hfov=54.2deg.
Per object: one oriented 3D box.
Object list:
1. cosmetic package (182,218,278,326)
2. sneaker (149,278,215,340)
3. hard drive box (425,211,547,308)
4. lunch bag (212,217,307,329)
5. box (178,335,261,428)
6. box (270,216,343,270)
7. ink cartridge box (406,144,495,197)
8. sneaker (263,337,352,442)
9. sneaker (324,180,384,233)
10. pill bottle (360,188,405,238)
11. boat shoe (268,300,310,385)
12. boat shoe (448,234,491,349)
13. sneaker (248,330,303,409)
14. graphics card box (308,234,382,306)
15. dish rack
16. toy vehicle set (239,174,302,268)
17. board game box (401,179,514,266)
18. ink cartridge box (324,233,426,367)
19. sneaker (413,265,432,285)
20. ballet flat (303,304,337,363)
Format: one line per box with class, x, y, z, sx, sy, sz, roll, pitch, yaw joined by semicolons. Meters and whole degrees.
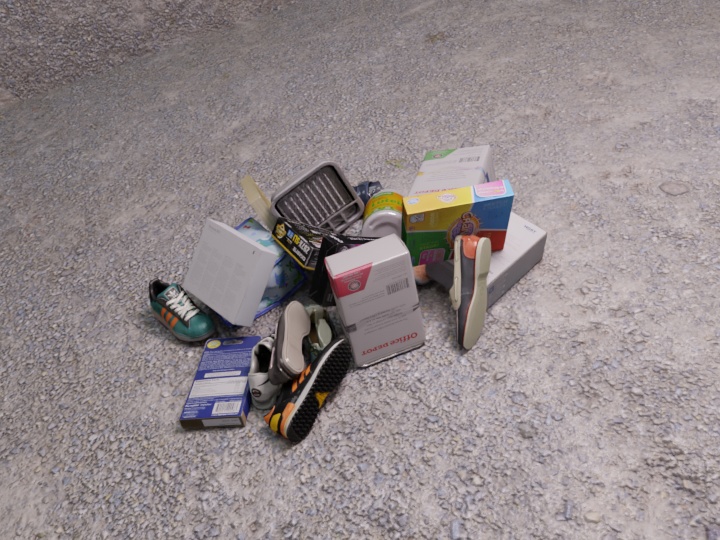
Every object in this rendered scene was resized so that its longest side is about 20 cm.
cosmetic package;-0.262;0.001;1.395;0.198;0.154;0.051;28;10;41
sneaker;-0.379;0.078;1.455;0.198;0.081;0.071;22;46;37
hard drive box;0.249;-0.035;1.396;0.199;0.078;0.155;-36;54;-27
lunch bag;-0.244;0.010;1.491;0.200;0.128;0.169;-43;49;-12
box;-0.252;0.204;1.308;0.118;0.033;0.202;-5;39;11
box;-0.067;-0.040;1.455;0.197;0.050;0.160;14;19;-40
ink cartridge box;0.187;-0.165;1.431;0.142;0.089;0.201;-2;34;23
sneaker;-0.095;0.193;1.220;0.089;0.070;0.202;14;60;37
sneaker;-0.010;-0.140;1.642;0.143;0.078;0.204;-2;40;15
pill bottle;0.059;-0.108;1.529;0.109;0.113;0.201;-8;24;7
boat shoe;-0.133;0.126;1.261;0.057;0.067;0.201;-37;24;20
boat shoe;0.191;0.037;1.269;0.062;0.205;0.071;9;6;32
sneaker;-0.158;0.151;1.304;0.072;0.090;0.202;-4;36;14
graphics card box;0.000;0.000;1.344;0.197;0.128;0.051;1;22;-43
dish rack;-0.095;-0.144;1.500;0.170;0.200;0.044;-35;53;2
toy vehicle set;-0.189;-0.107;1.549;0.026;0.201;0.125;-34;34;1
board game box;0.173;-0.084;1.288;0.196;0.154;0.041;-11;53;-5
ink cartridge box;0.029;0.056;1.269;0.143;0.203;0.085;-18;31;-7
sneaker;0.139;-0.047;1.487;0.070;0.080;0.203;26;59;-10
ballet flat;-0.076;0.110;1.342;0.073;0.075;0.201;-19;38;-7
